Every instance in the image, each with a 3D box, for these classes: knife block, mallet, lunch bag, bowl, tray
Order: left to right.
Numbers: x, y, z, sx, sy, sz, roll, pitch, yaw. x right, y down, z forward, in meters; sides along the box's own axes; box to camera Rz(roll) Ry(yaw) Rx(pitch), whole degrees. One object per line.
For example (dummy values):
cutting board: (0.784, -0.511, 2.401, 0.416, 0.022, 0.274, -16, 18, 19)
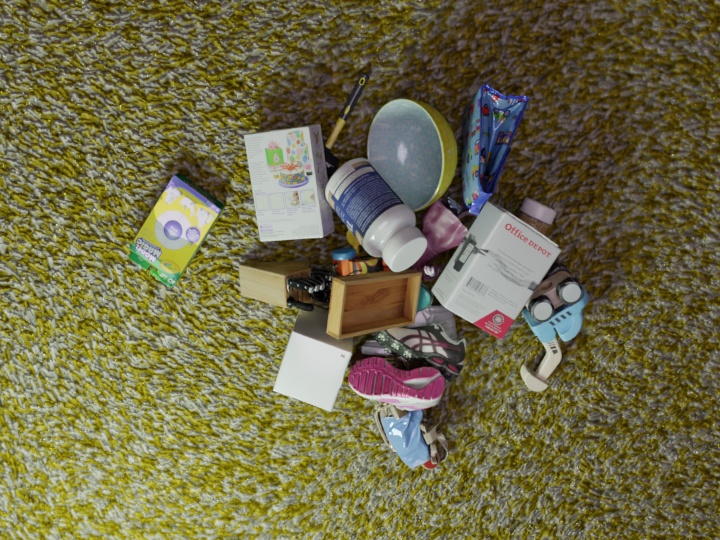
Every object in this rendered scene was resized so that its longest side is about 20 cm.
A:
knife block: (-0.145, 0.031, 1.327, 0.194, 0.176, 0.066, -2, 102, 1)
mallet: (-0.030, -0.274, 1.333, 0.065, 0.041, 0.202, 35, 97, -6)
tray: (0.027, 0.055, 1.251, 0.037, 0.197, 0.101, 20, 108, 42)
bowl: (0.114, -0.217, 1.294, 0.106, 0.197, 0.206, -16, 106, -39)
lunch bag: (0.220, -0.202, 1.257, 0.092, 0.151, 0.206, 14, 84, -2)

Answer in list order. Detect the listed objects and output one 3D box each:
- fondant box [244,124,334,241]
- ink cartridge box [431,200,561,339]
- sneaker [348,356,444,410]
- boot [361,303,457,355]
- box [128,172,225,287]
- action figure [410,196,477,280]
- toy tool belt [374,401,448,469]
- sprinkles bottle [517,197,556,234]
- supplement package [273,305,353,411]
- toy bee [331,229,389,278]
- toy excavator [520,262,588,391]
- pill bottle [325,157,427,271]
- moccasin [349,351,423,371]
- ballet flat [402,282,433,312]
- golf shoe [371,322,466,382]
fondant box: (-0.133, -0.163, 1.320, 0.141, 0.058, 0.206, -1, 104, 25)
ink cartridge box: (0.247, -0.001, 1.279, 0.143, 0.084, 0.203, 28, 101, -21)
sneaker: (0.070, 0.227, 1.343, 0.195, 0.089, 0.083, 9, 61, 23)
boot: (0.095, 0.112, 1.404, 0.194, 0.074, 0.099, -6, 94, -4)
box: (-0.367, -0.074, 1.373, 0.116, 0.048, 0.202, 34, 102, -6)
action figure: (0.130, -0.057, 1.361, 0.200, 0.148, 0.135, -42, 75, 28)
toy tool belt: (0.107, 0.338, 1.418, 0.123, 0.123, 0.203, -28, 101, 7)
sprinkles bottle: (0.309, -0.036, 1.363, 0.067, 0.068, 0.204, 22, 102, -4)
supplement package: (-0.085, 0.158, 1.341, 0.117, 0.200, 0.124, 20, 102, -4)
toy bee: (0.000, 0.000, 1.310, 0.105, 0.202, 0.134, -5, 124, -3)
toy excavator: (0.379, 0.121, 1.390, 0.192, 0.100, 0.202, -31, 109, 8)
pill bottle: (0.030, -0.098, 1.260, 0.111, 0.111, 0.201, -43, 63, 10)
moccasin: (0.075, 0.197, 1.410, 0.195, 0.078, 0.076, 9, 102, -1)
ballet flat: (0.050, 0.054, 1.379, 0.195, 0.070, 0.069, -7, 91, 16)
golf shoe: (0.111, 0.137, 1.346, 0.197, 0.077, 0.090, 28, 70, -8)
